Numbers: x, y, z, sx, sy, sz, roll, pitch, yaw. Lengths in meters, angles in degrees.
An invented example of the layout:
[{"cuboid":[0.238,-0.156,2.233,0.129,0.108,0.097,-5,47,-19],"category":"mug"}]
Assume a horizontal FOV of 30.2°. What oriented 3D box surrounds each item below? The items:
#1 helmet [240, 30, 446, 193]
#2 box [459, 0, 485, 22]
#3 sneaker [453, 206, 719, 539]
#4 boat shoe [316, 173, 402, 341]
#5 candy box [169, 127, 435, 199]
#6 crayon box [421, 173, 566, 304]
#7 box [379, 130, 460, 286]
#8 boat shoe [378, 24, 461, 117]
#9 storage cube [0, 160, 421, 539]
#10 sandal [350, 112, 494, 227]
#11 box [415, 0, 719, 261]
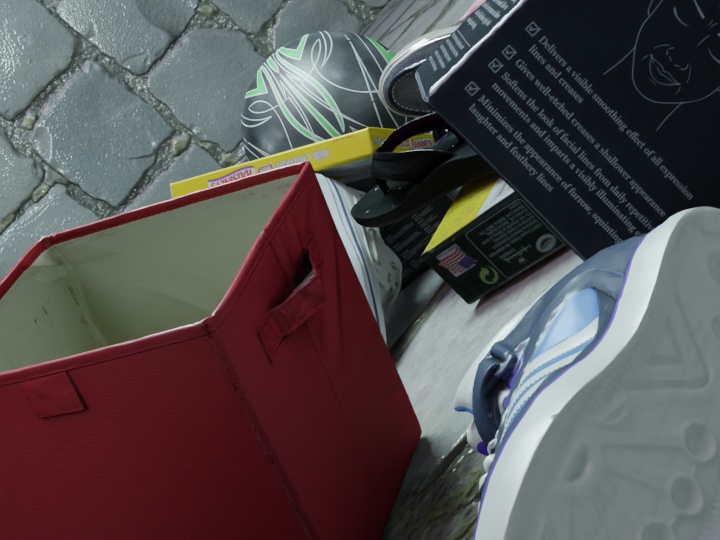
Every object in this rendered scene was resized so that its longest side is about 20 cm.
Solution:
[{"cuboid":[-0.019,-0.132,1.267,0.200,0.200,0.191,-44,-18,7],"category":"helmet"},{"cuboid":[0.192,-0.262,1.179,0.200,0.103,0.095,-52,12,-31],"category":"box"},{"cuboid":[0.076,0.073,0.511,0.200,0.081,0.146,-57,7,-32],"category":"sneaker"},{"cuboid":[0.000,0.000,0.973,0.074,0.067,0.200,117,150,-42],"category":"boat shoe"},{"cuboid":[-0.047,-0.081,1.086,0.200,0.026,0.102,-12,-2,32],"category":"candy box"},{"cuboid":[0.129,-0.077,0.886,0.127,0.051,0.200,-35,16,43],"category":"crayon box"},{"cuboid":[0.025,-0.029,1.113,0.200,0.044,0.160,-40,12,28],"category":"box"},{"cuboid":[0.101,-0.156,1.079,0.200,0.075,0.093,-15,27,22],"category":"boat shoe"},{"cuboid":[-0.088,0.075,0.686,0.200,0.180,0.171,-13,24,21],"category":"storage cube"},{"cuboid":[0.054,-0.084,0.902,0.200,0.048,0.075,-25,21,51],"category":"sandal"},{"cuboid":[0.150,-0.114,0.690,0.200,0.148,0.107,-43,12,11],"category":"box"}]
